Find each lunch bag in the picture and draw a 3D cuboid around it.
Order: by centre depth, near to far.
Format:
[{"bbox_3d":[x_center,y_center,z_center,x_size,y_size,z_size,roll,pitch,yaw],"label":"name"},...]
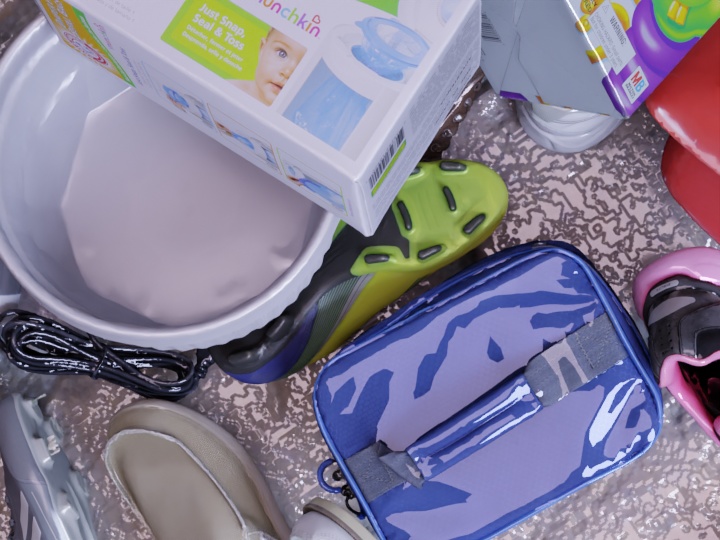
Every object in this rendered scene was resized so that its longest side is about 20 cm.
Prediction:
[{"bbox_3d":[0.065,0.074,1.031,0.199,0.132,0.137,-31,87,6],"label":"lunch bag"}]

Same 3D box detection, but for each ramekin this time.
[{"bbox_3d":[-0.101,-0.051,0.987,0.198,0.105,0.202,-1,77,3],"label":"ramekin"}]

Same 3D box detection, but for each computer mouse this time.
[{"bbox_3d":[-0.122,-0.023,1.078,0.139,0.046,0.202,22,75,-22],"label":"computer mouse"}]

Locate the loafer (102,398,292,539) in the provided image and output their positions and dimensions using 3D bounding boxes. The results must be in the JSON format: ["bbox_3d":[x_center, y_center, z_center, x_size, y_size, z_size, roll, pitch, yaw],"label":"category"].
[{"bbox_3d":[-0.082,0.162,1.069,0.200,0.068,0.076,49,123,1],"label":"loafer"}]

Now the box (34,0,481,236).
[{"bbox_3d":[-0.051,-0.125,0.895,0.199,0.101,0.113,32,80,10],"label":"box"}]

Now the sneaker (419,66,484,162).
[{"bbox_3d":[0.027,-0.089,1.074,0.199,0.071,0.076,-37,106,12],"label":"sneaker"}]

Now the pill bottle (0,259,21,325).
[{"bbox_3d":[-0.251,-0.027,1.076,0.110,0.111,0.202,7,92,6],"label":"pill bottle"}]

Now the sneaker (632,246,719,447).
[{"bbox_3d":[0.219,0.081,1.005,0.079,0.096,0.200,-35,116,28],"label":"sneaker"}]

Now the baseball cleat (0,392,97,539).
[{"bbox_3d":[-0.198,0.179,1.095,0.106,0.070,0.202,-24,88,6],"label":"baseball cleat"}]

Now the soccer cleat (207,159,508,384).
[{"bbox_3d":[-0.001,-0.001,1.063,0.199,0.084,0.065,-33,71,10],"label":"soccer cleat"}]

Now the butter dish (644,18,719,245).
[{"bbox_3d":[0.245,-0.062,1.009,0.199,0.148,0.200,36,54,2],"label":"butter dish"}]

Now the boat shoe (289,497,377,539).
[{"bbox_3d":[0.002,0.222,1.029,0.068,0.074,0.201,-36,117,-26],"label":"boat shoe"}]

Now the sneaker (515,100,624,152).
[{"bbox_3d":[0.168,-0.147,1.031,0.078,0.099,0.200,40,95,4],"label":"sneaker"}]

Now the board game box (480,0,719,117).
[{"bbox_3d":[0.142,-0.187,0.929,0.200,0.103,0.105,-47,124,-18],"label":"board game box"}]
